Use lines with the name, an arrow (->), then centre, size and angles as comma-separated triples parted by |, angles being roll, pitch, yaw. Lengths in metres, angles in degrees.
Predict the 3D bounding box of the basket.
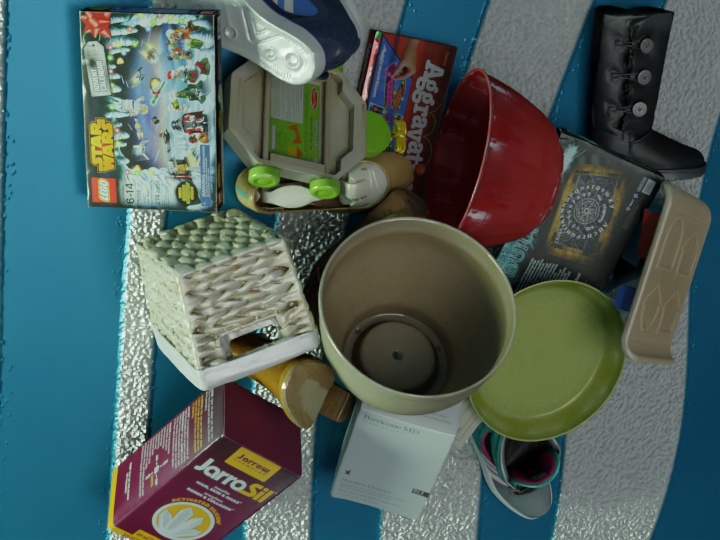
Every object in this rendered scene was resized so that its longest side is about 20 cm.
basket -> -0.144, 0.023, 1.505 | 0.135, 0.200, 0.124 | -20, 107, -17

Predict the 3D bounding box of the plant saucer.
plant saucer -> 0.208, 0.099, 1.677 | 0.199, 0.031, 0.201 | -7, 114, -17

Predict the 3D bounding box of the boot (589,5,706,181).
boot -> 0.342, -0.208, 1.720 | 0.164, 0.066, 0.201 | -5, 104, -24

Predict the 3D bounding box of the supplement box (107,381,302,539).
supplement box -> -0.166, 0.217, 1.567 | 0.110, 0.086, 0.200 | 32, 123, -29

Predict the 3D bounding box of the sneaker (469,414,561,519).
sneaker -> 0.201, 0.239, 1.765 | 0.083, 0.121, 0.201 | -36, 117, -9

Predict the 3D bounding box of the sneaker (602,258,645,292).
sneaker -> 0.259, -0.002, 1.734 | 0.199, 0.082, 0.074 | -21, 113, -16

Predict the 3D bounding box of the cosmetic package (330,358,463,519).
cosmetic package -> 0.040, 0.186, 1.625 | 0.112, 0.081, 0.200 | 15, 144, 1

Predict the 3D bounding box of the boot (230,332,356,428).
boot -> -0.094, 0.106, 1.537 | 0.071, 0.143, 0.201 | -63, 160, -4

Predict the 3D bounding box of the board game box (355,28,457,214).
board game box -> 0.038, -0.158, 1.623 | 0.102, 0.019, 0.201 | 6, 104, -26

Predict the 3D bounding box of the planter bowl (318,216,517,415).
planter bowl -> 0.046, 0.065, 1.500 | 0.199, 0.201, 0.135 | -14, 155, -19

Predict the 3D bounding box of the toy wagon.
toy wagon -> -0.047, -0.151, 1.535 | 0.199, 0.040, 0.156 | 11, 68, -24

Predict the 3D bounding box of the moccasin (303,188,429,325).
moccasin -> 0.001, 0.001, 1.595 | 0.074, 0.078, 0.201 | 41, 117, -16

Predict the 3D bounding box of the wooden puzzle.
wooden puzzle -> 0.343, 0.005, 1.692 | 0.185, 0.046, 0.201 | 11, 93, -63

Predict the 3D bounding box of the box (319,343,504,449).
box -> 0.060, 0.110, 1.685 | 0.200, 0.078, 0.095 | 39, 88, -29

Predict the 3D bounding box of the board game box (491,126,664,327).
board game box -> 0.238, -0.048, 1.666 | 0.135, 0.028, 0.201 | 23, 109, -12

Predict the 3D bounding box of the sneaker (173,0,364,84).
sneaker -> -0.088, -0.278, 1.506 | 0.200, 0.146, 0.081 | 36, 130, 6

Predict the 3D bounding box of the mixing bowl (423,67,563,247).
mixing bowl -> 0.149, -0.106, 1.575 | 0.108, 0.200, 0.201 | 14, 101, -14

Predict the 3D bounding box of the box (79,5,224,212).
box -> -0.207, -0.161, 1.470 | 0.136, 0.040, 0.201 | 2, 108, 6

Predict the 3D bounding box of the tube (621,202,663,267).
tube -> 0.253, -0.079, 1.695 | 0.199, 0.050, 0.078 | 25, 96, -12

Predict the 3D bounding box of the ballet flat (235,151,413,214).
ballet flat -> -0.033, -0.086, 1.574 | 0.199, 0.063, 0.069 | -8, 110, -12
